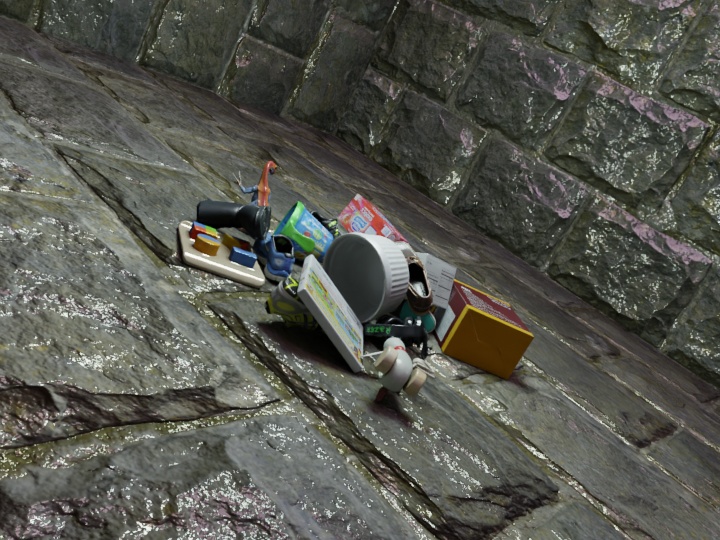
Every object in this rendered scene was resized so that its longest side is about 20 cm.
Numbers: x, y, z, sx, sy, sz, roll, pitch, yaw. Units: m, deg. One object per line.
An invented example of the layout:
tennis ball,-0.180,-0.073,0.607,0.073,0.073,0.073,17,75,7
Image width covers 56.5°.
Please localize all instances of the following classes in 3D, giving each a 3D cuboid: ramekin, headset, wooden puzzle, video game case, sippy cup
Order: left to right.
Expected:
wooden puzzle,-0.302,-0.048,1.466,0.184,0.047,0.200,21,18,-25
sippy cup,-0.145,-0.084,1.711,0.130,0.140,0.178,35,40,-13
video game case,-0.056,0.082,1.334,0.201,0.023,0.182,56,12,-18
ramekin,0.017,0.013,1.504,0.105,0.201,0.200,-8,38,-47
headset,0.091,0.147,1.453,0.123,0.095,0.199,-2,-6,37

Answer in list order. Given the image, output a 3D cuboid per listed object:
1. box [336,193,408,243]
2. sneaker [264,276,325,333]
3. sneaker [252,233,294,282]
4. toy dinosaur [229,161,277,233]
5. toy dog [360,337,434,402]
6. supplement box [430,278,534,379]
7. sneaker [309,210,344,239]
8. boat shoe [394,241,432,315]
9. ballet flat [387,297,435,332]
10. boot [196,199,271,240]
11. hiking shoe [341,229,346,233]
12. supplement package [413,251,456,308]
box,0.034,-0.115,1.923,0.095,0.100,0.200,31,15,-50
sneaker,-0.115,0.081,1.335,0.200,0.076,0.076,41,19,-46
sneaker,-0.192,-0.047,1.568,0.078,0.090,0.200,19,17,-32
toy dinosaur,-0.246,-0.182,1.724,0.200,0.182,0.105,39,19,31
toy dog,0.059,0.194,1.277,0.132,0.096,0.200,42,5,14
supplement box,0.301,0.145,1.724,0.196,0.134,0.200,23,17,-16
sneaker,-0.077,-0.093,1.789,0.199,0.083,0.071,38,47,27
boat shoe,0.120,0.004,1.543,0.070,0.071,0.201,-15,55,-12
ballet flat,0.096,0.093,1.679,0.199,0.070,0.070,23,16,-5
boot,-0.294,-0.118,1.538,0.166,0.077,0.200,2,12,-4
hiking shoe,-0.039,-0.067,1.910,0.199,0.076,0.101,14,18,-44
supplement package,0.114,0.013,1.706,0.199,0.112,0.155,13,-5,38
